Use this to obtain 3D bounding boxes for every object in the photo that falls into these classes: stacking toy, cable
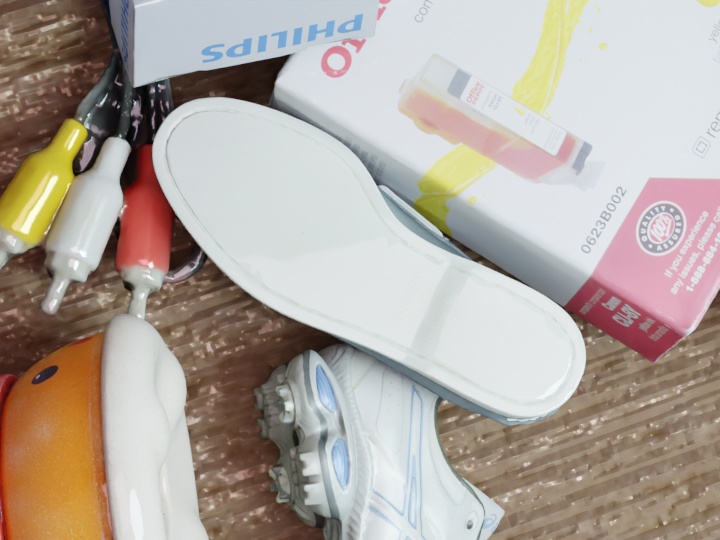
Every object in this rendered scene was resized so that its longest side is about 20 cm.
[{"bbox_3d":[-0.166,0.100,1.097,0.200,0.146,0.146,-7,90,2],"label":"stacking toy"},{"bbox_3d":[-0.091,-0.073,1.145,0.097,0.050,0.200,16,85,-16],"label":"cable"}]

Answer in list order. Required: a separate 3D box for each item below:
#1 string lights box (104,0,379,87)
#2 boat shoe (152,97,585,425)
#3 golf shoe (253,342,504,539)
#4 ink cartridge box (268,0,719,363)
[{"bbox_3d":[-0.069,-0.177,1.104,0.103,0.059,0.200,-13,62,-13],"label":"string lights box"},{"bbox_3d":[0.000,0.000,1.138,0.200,0.062,0.073,32,81,2],"label":"boat shoe"},{"bbox_3d":[0.021,0.127,1.154,0.097,0.078,0.200,-9,91,-19],"label":"golf shoe"},{"bbox_3d":[0.080,-0.077,1.147,0.200,0.083,0.145,31,81,2],"label":"ink cartridge box"}]
